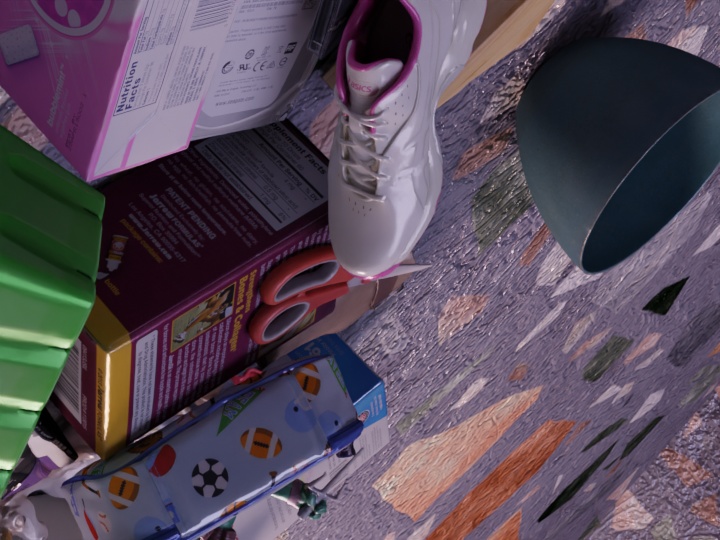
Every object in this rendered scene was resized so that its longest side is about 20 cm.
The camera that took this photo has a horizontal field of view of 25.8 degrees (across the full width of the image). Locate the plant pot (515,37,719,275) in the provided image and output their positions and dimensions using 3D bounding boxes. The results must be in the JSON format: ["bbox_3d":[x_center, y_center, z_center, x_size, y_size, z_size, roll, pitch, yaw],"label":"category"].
[{"bbox_3d":[0.207,-0.116,1.311,0.200,0.135,0.201,-38,158,-19],"label":"plant pot"}]

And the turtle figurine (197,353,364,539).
[{"bbox_3d":[-0.084,0.157,1.218,0.201,0.100,0.150,-57,142,-10],"label":"turtle figurine"}]

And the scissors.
[{"bbox_3d":[0.000,0.000,1.024,0.199,0.014,0.073,-20,146,-46],"label":"scissors"}]

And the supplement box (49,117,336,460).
[{"bbox_3d":[-0.110,0.004,0.989,0.199,0.103,0.131,-32,155,-30],"label":"supplement box"}]

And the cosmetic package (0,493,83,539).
[{"bbox_3d":[-0.259,0.226,1.158,0.104,0.073,0.200,-52,159,17],"label":"cosmetic package"}]

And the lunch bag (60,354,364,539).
[{"bbox_3d":[-0.097,0.126,1.051,0.199,0.076,0.160,-25,178,-23],"label":"lunch bag"}]

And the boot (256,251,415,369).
[{"bbox_3d":[-0.028,0.012,1.167,0.145,0.071,0.200,-27,176,-6],"label":"boot"}]

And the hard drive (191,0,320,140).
[{"bbox_3d":[-0.056,-0.162,0.885,0.139,0.038,0.201,-18,145,-50],"label":"hard drive"}]

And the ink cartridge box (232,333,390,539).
[{"bbox_3d":[-0.076,0.158,1.352,0.200,0.085,0.145,-40,158,-16],"label":"ink cartridge box"}]

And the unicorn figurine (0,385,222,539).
[{"bbox_3d":[-0.192,0.135,1.136,0.201,0.074,0.137,-59,148,-5],"label":"unicorn figurine"}]

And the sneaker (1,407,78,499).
[{"bbox_3d":[-0.242,0.105,0.976,0.087,0.076,0.200,-35,157,-8],"label":"sneaker"}]

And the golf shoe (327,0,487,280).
[{"bbox_3d":[0.009,-0.090,0.900,0.091,0.075,0.202,-13,119,-58],"label":"golf shoe"}]

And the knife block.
[{"bbox_3d":[0.079,-0.182,0.997,0.199,0.064,0.176,-38,173,-18],"label":"knife block"}]

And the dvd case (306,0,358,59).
[{"bbox_3d":[0.044,-0.225,0.901,0.200,0.016,0.149,-49,168,-36],"label":"dvd case"}]

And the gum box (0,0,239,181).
[{"bbox_3d":[-0.111,-0.148,0.701,0.066,0.114,0.201,-23,149,-43],"label":"gum box"}]

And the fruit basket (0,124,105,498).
[{"bbox_3d":[-0.248,0.020,0.774,0.213,0.156,0.217,-2,127,-3],"label":"fruit basket"}]
